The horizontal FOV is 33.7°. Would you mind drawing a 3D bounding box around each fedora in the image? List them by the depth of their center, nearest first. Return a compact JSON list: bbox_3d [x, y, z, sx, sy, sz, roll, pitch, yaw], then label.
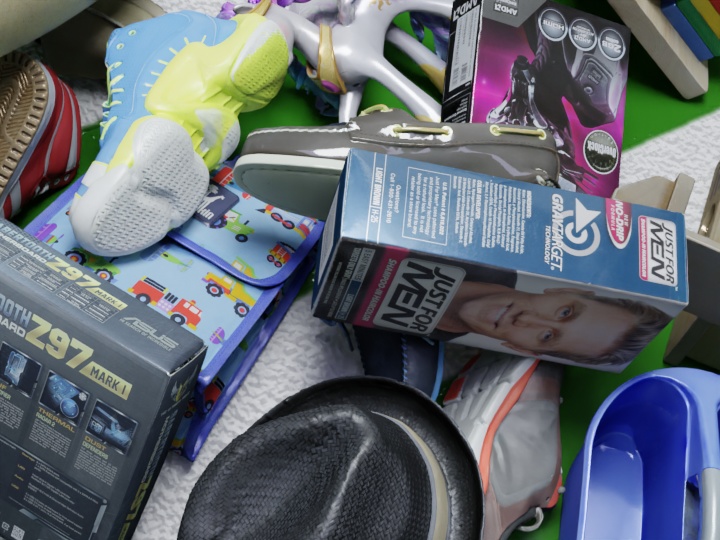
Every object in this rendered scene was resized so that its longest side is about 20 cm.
[{"bbox_3d":[-0.032,0.139,0.650,0.198,0.092,0.203,-10,62,19],"label":"fedora"}]

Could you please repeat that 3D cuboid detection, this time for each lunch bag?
[{"bbox_3d":[-0.120,-0.005,0.772,0.149,0.095,0.201,27,49,6],"label":"lunch bag"}]

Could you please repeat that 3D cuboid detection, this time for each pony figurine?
[{"bbox_3d":[0.003,-0.187,0.852,0.198,0.166,0.195,26,68,-11],"label":"pony figurine"}]

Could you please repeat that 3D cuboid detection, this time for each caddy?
[{"bbox_3d":[0.191,0.158,0.700,0.139,0.105,0.203,11,61,0],"label":"caddy"}]

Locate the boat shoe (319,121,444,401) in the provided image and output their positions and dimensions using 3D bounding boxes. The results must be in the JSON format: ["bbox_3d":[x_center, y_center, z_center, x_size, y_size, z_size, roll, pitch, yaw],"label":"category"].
[{"bbox_3d":[0.000,0.000,0.771,0.068,0.084,0.203,7,58,-35],"label":"boat shoe"}]

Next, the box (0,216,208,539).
[{"bbox_3d":[-0.201,0.063,0.675,0.198,0.159,0.051,29,26,9],"label":"box"}]

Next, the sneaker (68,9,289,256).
[{"bbox_3d":[-0.133,-0.093,0.743,0.104,0.076,0.200,22,53,25],"label":"sneaker"}]

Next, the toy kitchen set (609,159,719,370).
[{"bbox_3d":[0.245,-0.055,0.768,0.161,0.201,0.182,22,61,4],"label":"toy kitchen set"}]

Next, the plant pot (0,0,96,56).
[{"bbox_3d":[-0.227,-0.205,0.694,0.185,0.189,0.201,19,46,3],"label":"plant pot"}]

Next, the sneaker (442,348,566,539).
[{"bbox_3d":[0.094,0.111,0.748,0.082,0.077,0.201,41,62,-15],"label":"sneaker"}]

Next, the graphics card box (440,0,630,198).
[{"bbox_3d":[0.115,-0.082,0.803,0.124,0.051,0.203,13,75,-22],"label":"graphics card box"}]

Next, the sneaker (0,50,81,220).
[{"bbox_3d":[-0.251,-0.047,0.782,0.071,0.112,0.201,35,94,1],"label":"sneaker"}]

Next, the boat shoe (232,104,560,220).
[{"bbox_3d":[0.023,-0.065,0.718,0.198,0.072,0.062,7,70,-8],"label":"boat shoe"}]

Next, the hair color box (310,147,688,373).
[{"bbox_3d":[0.077,-0.002,0.686,0.197,0.100,0.061,10,61,-7],"label":"hair color box"}]

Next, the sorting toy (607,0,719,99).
[{"bbox_3d":[0.232,-0.272,0.891,0.198,0.069,0.203,37,51,-40],"label":"sorting toy"}]

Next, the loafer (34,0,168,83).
[{"bbox_3d":[-0.193,-0.166,0.847,0.199,0.076,0.068,34,64,21],"label":"loafer"}]
